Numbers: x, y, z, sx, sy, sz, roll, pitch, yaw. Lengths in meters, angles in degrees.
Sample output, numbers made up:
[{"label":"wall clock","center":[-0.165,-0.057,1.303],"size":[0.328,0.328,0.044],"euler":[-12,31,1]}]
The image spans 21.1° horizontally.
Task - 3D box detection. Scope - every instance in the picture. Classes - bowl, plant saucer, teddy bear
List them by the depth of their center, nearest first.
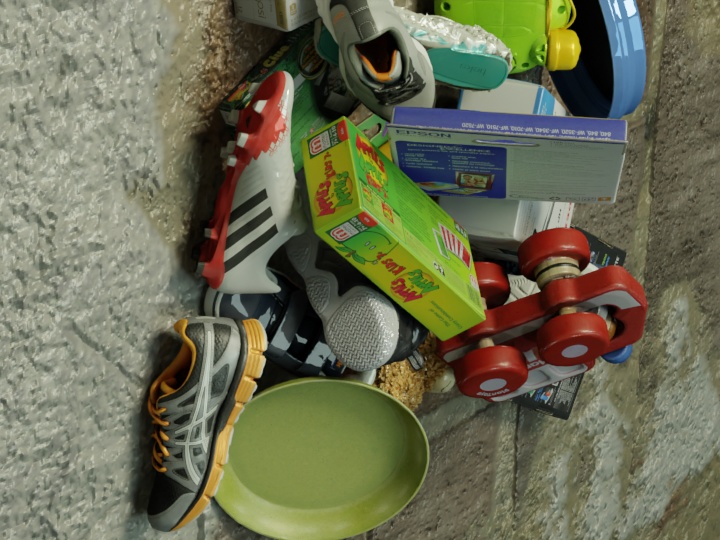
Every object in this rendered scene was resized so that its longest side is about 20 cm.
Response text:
[{"label":"plant saucer","center":[-0.039,0.163,1.728],"size":[0.031,0.199,0.201],"euler":[-97,173,-51]},{"label":"teddy bear","center":[0.024,0.130,1.825],"size":[0.200,0.067,0.145],"euler":[-38,155,-37]},{"label":"bowl","center":[0.215,-0.234,1.832],"size":[0.039,0.201,0.201],"euler":[-16,123,-11]}]

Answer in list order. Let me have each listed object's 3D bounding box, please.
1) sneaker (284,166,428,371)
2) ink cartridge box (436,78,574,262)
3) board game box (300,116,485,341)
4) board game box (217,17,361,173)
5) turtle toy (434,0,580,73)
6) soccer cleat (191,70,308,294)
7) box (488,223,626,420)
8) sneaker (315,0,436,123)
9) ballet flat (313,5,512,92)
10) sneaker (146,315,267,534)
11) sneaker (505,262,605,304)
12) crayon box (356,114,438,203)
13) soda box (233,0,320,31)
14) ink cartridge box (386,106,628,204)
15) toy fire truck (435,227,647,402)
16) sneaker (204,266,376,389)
[{"label":"sneaker","center":[0.000,0.000,1.699],"size":[0.114,0.075,0.201],"euler":[16,50,-58]},{"label":"ink cartridge box","center":[0.146,-0.090,1.840],"size":[0.200,0.086,0.147],"euler":[23,78,-68]},{"label":"board game box","center":[0.029,-0.033,1.631],"size":[0.200,0.048,0.102],"euler":[41,30,-44]},{"label":"board game box","center":[-0.039,-0.165,1.675],"size":[0.200,0.023,0.105],"euler":[-48,139,-28]},{"label":"turtle toy","center":[0.131,-0.271,1.769],"size":[0.101,0.145,0.201],"euler":[-88,180,-68]},{"label":"soccer cleat","center":[-0.077,-0.069,1.594],"size":[0.085,0.069,0.201],"euler":[12,112,-17]},{"label":"box","center":[0.190,0.045,2.042],"size":[0.198,0.050,0.201],"euler":[20,89,-52]},{"label":"sneaker","center":[0.017,-0.169,1.596],"size":[0.074,0.080,0.200],"euler":[-24,149,7]},{"label":"ballet flat","center":[0.040,-0.200,1.684],"size":[0.199,0.072,0.072],"euler":[11,97,-30]},{"label":"sneaker","center":[-0.147,0.126,1.635],"size":[0.077,0.078,0.201],"euler":[16,99,-25]},{"label":"sneaker","center":[0.174,0.045,1.921],"size":[0.146,0.199,0.081],"euler":[22,56,-61]},{"label":"crayon box","center":[0.031,-0.045,1.796],"size":[0.126,0.051,0.201],"euler":[-38,132,-36]},{"label":"soda box","center":[-0.020,-0.268,1.621],"size":[0.200,0.064,0.068],"euler":[-32,129,-40]},{"label":"ink cartridge box","center":[0.125,-0.104,1.635],"size":[0.200,0.197,0.047],"euler":[77,18,-74]},{"label":"toy fire truck","center":[0.173,0.056,1.784],"size":[0.168,0.199,0.113],"euler":[36,37,-54]},{"label":"sneaker","center":[-0.054,0.053,1.708],"size":[0.200,0.079,0.079],"euler":[33,80,-51]}]
